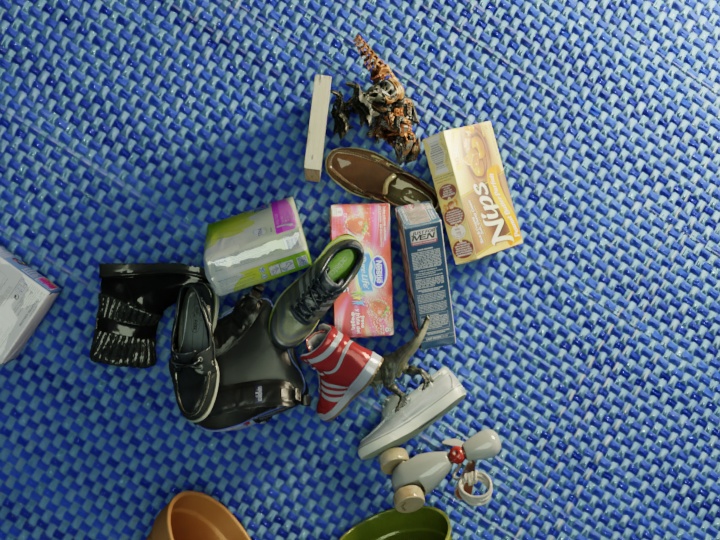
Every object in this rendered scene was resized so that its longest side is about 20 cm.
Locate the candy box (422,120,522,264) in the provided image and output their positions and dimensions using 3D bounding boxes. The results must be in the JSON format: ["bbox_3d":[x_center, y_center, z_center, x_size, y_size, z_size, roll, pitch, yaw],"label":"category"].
[{"bbox_3d":[0.177,-0.123,1.482,0.114,0.055,0.204,-17,93,-39],"label":"candy box"}]

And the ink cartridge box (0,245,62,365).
[{"bbox_3d":[-0.585,0.028,1.456,0.199,0.076,0.138,36,88,-5],"label":"ink cartridge box"}]

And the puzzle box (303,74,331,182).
[{"bbox_3d":[-0.065,-0.209,1.421,0.025,0.200,0.136,7,89,-3],"label":"puzzle box"}]

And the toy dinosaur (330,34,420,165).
[{"bbox_3d":[0.026,-0.262,1.488,0.134,0.102,0.202,-22,73,-34],"label":"toy dinosaur"}]

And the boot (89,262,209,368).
[{"bbox_3d":[-0.315,0.072,1.468,0.206,0.079,0.162,1,84,7],"label":"boot"}]

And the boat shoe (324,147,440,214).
[{"bbox_3d":[0.040,-0.143,1.489,0.199,0.075,0.076,21,90,-3],"label":"boat shoe"}]

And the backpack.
[{"bbox_3d":[-0.188,0.152,1.443,0.187,0.154,0.203,-22,76,-5],"label":"backpack"}]

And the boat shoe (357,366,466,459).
[{"bbox_3d":[0.072,0.226,1.509,0.199,0.070,0.072,-34,70,1],"label":"boat shoe"}]

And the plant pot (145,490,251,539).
[{"bbox_3d":[-0.262,0.461,1.435,0.140,0.200,0.201,-42,93,15],"label":"plant pot"}]

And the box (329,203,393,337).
[{"bbox_3d":[0.000,0.000,1.478,0.092,0.103,0.205,-2,90,-4],"label":"box"}]

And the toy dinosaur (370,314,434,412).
[{"bbox_3d":[0.060,0.158,1.455,0.200,0.047,0.089,-41,84,34],"label":"toy dinosaur"}]

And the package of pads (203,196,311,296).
[{"bbox_3d":[-0.159,-0.040,1.417,0.152,0.200,0.069,-19,109,-2],"label":"package of pads"}]

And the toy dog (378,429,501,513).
[{"bbox_3d":[0.128,0.321,1.490,0.196,0.097,0.134,-5,56,18],"label":"toy dog"}]

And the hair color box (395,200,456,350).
[{"bbox_3d":[0.100,0.007,1.453,0.059,0.100,0.204,-10,112,-3],"label":"hair color box"}]

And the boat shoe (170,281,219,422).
[{"bbox_3d":[-0.242,0.113,1.357,0.073,0.066,0.204,3,79,17],"label":"boat shoe"}]

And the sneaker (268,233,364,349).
[{"bbox_3d":[-0.064,0.028,1.374,0.073,0.081,0.201,37,82,-5],"label":"sneaker"}]

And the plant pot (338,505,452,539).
[{"bbox_3d":[0.072,0.503,1.457,0.197,0.201,0.196,-19,104,-3],"label":"plant pot"}]

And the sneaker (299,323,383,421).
[{"bbox_3d":[-0.050,0.153,1.437,0.112,0.200,0.072,34,51,-3],"label":"sneaker"}]
